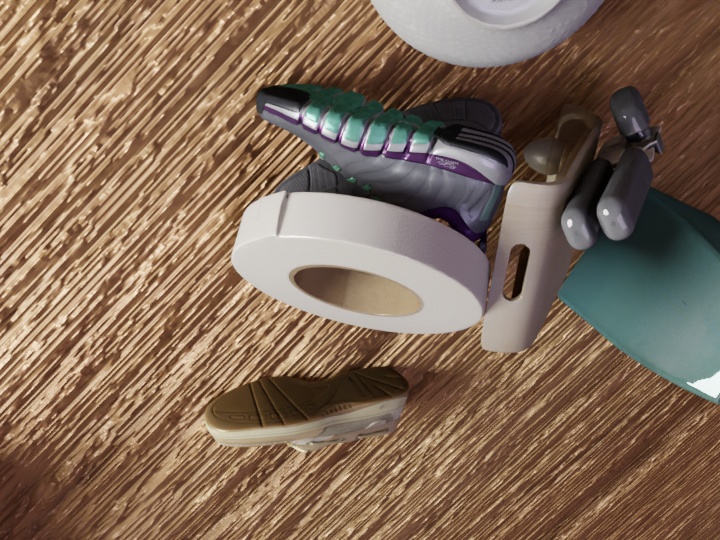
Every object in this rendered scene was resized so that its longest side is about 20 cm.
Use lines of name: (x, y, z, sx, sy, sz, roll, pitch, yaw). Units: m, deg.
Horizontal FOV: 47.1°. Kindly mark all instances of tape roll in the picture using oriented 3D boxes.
tape roll: (0.000, 0.000, 0.639, 0.202, 0.202, 0.037, 25, 68, -33)

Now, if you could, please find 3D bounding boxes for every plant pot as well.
plant pot: (0.322, 0.037, 0.784, 0.140, 0.200, 0.142, 17, 113, -31)

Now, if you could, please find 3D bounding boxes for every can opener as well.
can opener: (0.191, -0.087, 0.634, 0.053, 0.200, 0.067, -16, 108, 32)

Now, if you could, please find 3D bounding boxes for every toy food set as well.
toy food set: (0.144, -0.041, 0.682, 0.060, 0.200, 0.145, 17, 122, 18)

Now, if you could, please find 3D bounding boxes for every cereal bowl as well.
cereal bowl: (0.095, -0.226, 0.563, 0.198, 0.084, 0.202, -4, 129, -5)

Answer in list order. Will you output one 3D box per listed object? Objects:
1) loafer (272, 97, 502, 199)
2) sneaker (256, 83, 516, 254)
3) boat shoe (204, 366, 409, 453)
loafer: (0.024, -0.076, 0.677, 0.198, 0.072, 0.063, -24, 146, 1)
sneaker: (0.009, -0.074, 0.604, 0.198, 0.074, 0.088, 19, 116, 15)
boat shoe: (-0.048, 0.140, 0.774, 0.198, 0.072, 0.066, -7, 122, -26)
